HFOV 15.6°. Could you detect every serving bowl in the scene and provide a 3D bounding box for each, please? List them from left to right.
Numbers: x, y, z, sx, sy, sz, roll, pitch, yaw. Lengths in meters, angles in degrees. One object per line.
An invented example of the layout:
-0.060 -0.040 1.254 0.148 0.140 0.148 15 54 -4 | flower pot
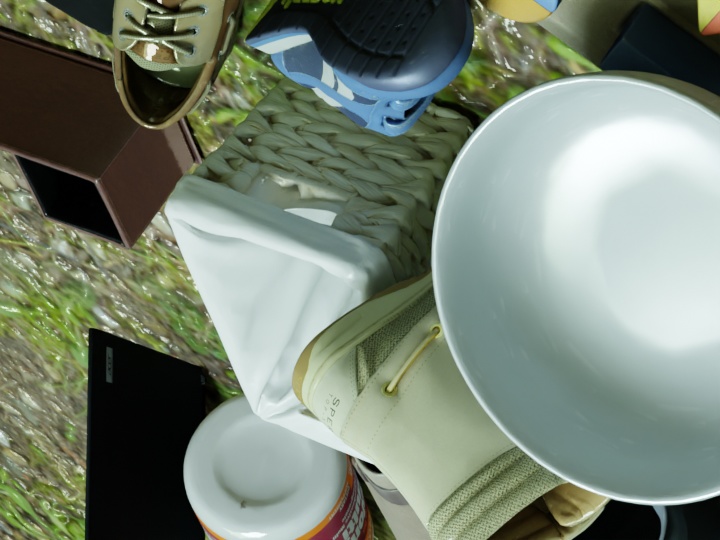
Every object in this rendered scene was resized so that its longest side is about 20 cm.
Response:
0.133 0.002 1.200 0.199 0.066 0.201 12 112 31 | serving bowl

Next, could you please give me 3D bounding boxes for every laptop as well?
-0.160 0.155 1.807 0.103 0.178 0.200 6 160 -17 | laptop

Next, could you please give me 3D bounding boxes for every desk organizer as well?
-0.203 -0.088 1.590 0.199 0.077 0.072 20 150 29 | desk organizer

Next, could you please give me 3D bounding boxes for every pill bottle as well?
-0.050 0.168 1.792 0.109 0.110 0.200 24 159 20 | pill bottle

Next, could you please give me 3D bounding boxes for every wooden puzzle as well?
0.121 -0.134 1.169 0.185 0.046 0.200 36 154 -2 | wooden puzzle

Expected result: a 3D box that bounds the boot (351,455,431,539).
0.038 0.139 1.623 0.200 0.070 0.146 56 -178 27 | boot

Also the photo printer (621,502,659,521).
0.173 0.156 1.564 0.166 0.070 0.200 26 153 16 | photo printer

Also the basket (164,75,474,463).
0.000 0.000 1.447 0.135 0.124 0.200 20 149 29 | basket

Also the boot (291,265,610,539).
0.087 0.051 1.305 0.156 0.200 0.073 48 161 33 | boot

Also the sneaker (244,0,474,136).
0.015 -0.109 1.283 0.082 0.074 0.200 42 174 -22 | sneaker

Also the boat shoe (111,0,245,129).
-0.093 -0.137 1.368 0.075 0.074 0.200 16 154 3 | boat shoe

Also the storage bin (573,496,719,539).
0.141 0.134 1.368 0.134 0.146 0.200 27 -161 -32 | storage bin

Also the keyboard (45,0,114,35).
-0.161 -0.200 1.420 0.127 0.021 0.200 31 153 -7 | keyboard
